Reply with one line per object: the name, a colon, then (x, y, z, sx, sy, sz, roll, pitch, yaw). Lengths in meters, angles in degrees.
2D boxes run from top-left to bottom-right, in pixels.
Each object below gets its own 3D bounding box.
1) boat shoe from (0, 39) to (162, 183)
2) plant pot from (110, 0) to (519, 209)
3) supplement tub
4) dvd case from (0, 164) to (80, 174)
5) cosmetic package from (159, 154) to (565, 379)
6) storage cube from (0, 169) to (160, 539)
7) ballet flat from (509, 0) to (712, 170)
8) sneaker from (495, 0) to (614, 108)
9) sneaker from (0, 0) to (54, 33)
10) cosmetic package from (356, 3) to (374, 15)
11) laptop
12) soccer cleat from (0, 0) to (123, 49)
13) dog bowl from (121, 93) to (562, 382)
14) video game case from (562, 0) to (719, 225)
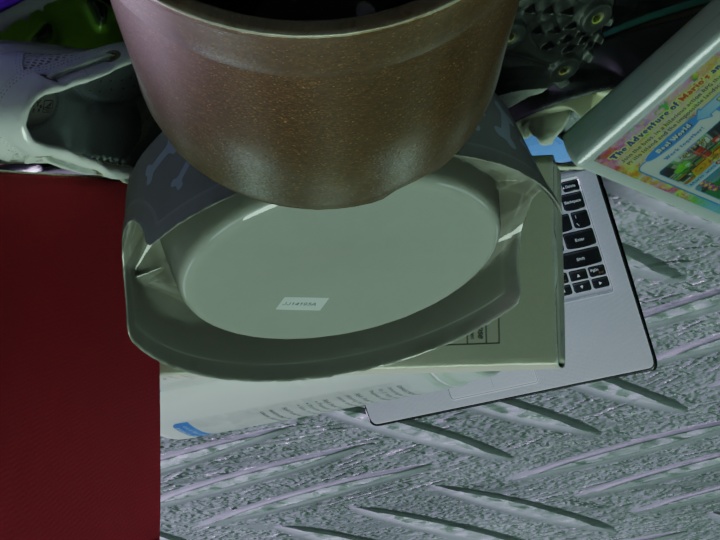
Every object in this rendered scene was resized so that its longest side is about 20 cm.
boat shoe: (-0.088, -0.069, 1.232, 0.199, 0.071, 0.069, -9, -161, -42)
plant pot: (-0.017, -0.131, 1.032, 0.199, 0.201, 0.198, -3, 158, -1)
supplement tub: (-0.030, 0.012, 1.489, 0.199, 0.133, 0.132, -11, 159, 22)
dvd case: (-0.120, -0.055, 1.416, 0.150, 0.025, 0.200, -2, 175, -35)
cosmetic package: (0.000, 0.000, 1.360, 0.199, 0.106, 0.071, 0, 177, 7)
storage cube: (-0.203, 0.046, 1.278, 0.170, 0.181, 0.200, 0, -179, 23)
ballet flat: (0.120, -0.087, 1.390, 0.199, 0.073, 0.073, -13, 159, 25)
sneaker: (0.041, -0.094, 1.247, 0.072, 0.073, 0.200, 4, 149, -37)
sneaker: (-0.134, -0.157, 1.172, 0.199, 0.070, 0.100, -8, 152, 7)
cosmetic package: (0.029, -0.160, 1.199, 0.082, 0.051, 0.200, 7, 159, -39)
laptop: (0.039, -0.003, 1.560, 0.186, 0.201, 0.116, -13, -168, 26)
soccer cleat: (-0.112, -0.100, 1.329, 0.199, 0.068, 0.081, 0, 162, -18)
dog bowl: (-0.012, -0.022, 1.217, 0.199, 0.059, 0.200, -9, 153, -5)
video game case: (0.222, -0.097, 1.342, 0.200, 0.024, 0.182, -42, 143, 25)
